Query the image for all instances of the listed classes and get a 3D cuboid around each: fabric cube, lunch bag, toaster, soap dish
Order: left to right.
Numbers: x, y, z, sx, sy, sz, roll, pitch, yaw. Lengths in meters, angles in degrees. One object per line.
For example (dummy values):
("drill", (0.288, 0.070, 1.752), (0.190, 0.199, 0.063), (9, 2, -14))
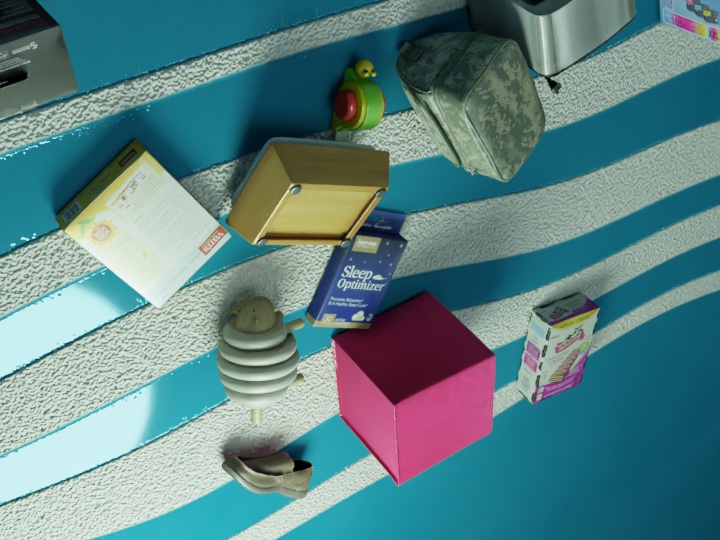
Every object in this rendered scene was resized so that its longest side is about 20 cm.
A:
("soap dish", (-0.067, -0.102, 1.372), (0.199, 0.082, 0.158), (-1, 143, -39))
("fabric cube", (0.089, 0.195, 1.670), (0.198, 0.196, 0.201), (-25, 134, -23))
("lunch bag", (0.151, -0.237, 1.420), (0.140, 0.167, 0.200), (-52, 138, -12))
("toaster", (0.270, -0.376, 1.391), (0.180, 0.200, 0.119), (-36, 141, -11))

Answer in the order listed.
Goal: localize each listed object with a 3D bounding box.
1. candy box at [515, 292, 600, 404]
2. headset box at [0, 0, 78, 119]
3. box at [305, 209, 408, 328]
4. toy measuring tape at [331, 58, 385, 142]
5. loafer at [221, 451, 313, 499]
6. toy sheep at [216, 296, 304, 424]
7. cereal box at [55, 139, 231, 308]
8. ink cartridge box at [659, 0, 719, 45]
("candy box", (0.393, 0.156, 1.990), (0.135, 0.061, 0.202), (-17, 129, -28))
("headset box", (-0.378, -0.213, 0.978), (0.148, 0.200, 0.076), (-25, 134, -21))
("box", (0.000, 0.000, 1.574), (0.120, 0.032, 0.202), (5, 116, -41))
("toy measuring tape", (-0.008, -0.195, 1.393), (0.073, 0.074, 0.202), (-8, 125, -35))
("loafer", (-0.153, 0.331, 1.677), (0.199, 0.073, 0.071), (26, 92, -52))
("toy sheep", (-0.150, 0.135, 1.481), (0.137, 0.137, 0.202), (-12, 109, -32))
("cereal box", (-0.277, -0.056, 1.298), (0.144, 0.040, 0.200), (-44, 138, -3))
("ink cartridge box", (0.548, -0.476, 1.588), (0.076, 0.136, 0.201), (-38, 137, -17))
